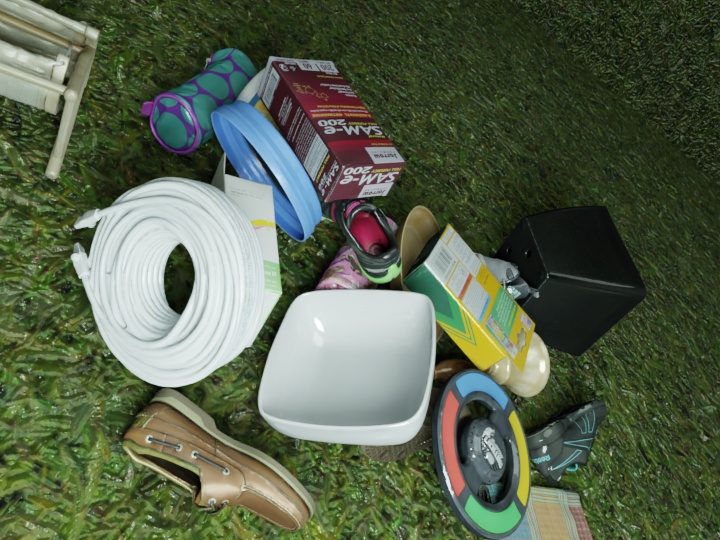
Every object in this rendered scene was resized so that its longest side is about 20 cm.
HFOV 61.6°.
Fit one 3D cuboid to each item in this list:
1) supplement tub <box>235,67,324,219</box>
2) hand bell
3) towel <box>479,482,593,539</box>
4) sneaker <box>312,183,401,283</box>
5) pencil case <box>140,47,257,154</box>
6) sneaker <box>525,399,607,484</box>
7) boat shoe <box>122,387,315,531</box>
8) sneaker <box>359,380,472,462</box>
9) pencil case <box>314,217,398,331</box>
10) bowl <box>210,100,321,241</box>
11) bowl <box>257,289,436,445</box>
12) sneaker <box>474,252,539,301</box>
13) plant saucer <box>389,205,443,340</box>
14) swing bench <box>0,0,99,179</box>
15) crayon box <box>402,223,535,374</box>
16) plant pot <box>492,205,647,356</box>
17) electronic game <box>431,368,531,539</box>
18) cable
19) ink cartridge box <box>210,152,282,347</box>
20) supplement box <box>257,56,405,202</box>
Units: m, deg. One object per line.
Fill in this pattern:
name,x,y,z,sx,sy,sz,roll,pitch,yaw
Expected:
supplement tub,-0.087,-0.192,0.910,0.200,0.145,0.145,45,39,3
hand bell,0.175,0.143,0.881,0.195,0.105,0.106,0,55,-36
towel,0.248,0.361,0.806,0.195,0.022,0.150,16,48,-31
sneaker,-0.008,-0.080,0.790,0.076,0.084,0.201,-35,76,-17
pencil case,-0.228,-0.254,0.891,0.091,0.085,0.202,36,40,-8
sneaker,0.324,0.260,0.935,0.196,0.075,0.081,-14,75,-38
boat shoe,-0.138,0.202,0.584,0.197,0.073,0.068,33,43,2
sneaker,0.059,0.187,0.777,0.196,0.072,0.076,5,35,-45
pencil case,0.000,0.000,0.864,0.086,0.083,0.201,39,38,-4
bowl,-0.121,-0.131,0.796,0.039,0.201,0.202,-38,82,-14
bowl,-0.007,0.118,0.707,0.193,0.076,0.203,-1,41,14
sneaker,0.218,0.039,0.974,0.135,0.080,0.202,7,39,16
plant saucer,0.086,0.008,0.907,0.199,0.034,0.208,18,70,-61
swing bench,-0.416,-0.247,0.688,0.194,0.130,0.204,17,45,-28
crayon box,0.157,0.047,0.852,0.201,0.051,0.126,48,36,-5
plant pot,0.348,0.009,1.081,0.172,0.202,0.204,8,49,-21
electronic game,0.156,0.226,0.759,0.197,0.041,0.206,23,56,-39
cable,-0.187,0.011,0.607,0.069,0.195,0.206,-1,71,-67
ink cartridge box,-0.149,-0.028,0.731,0.065,0.118,0.205,10,50,-27
supplement box,-0.040,-0.184,0.772,0.107,0.061,0.203,-11,58,-40
